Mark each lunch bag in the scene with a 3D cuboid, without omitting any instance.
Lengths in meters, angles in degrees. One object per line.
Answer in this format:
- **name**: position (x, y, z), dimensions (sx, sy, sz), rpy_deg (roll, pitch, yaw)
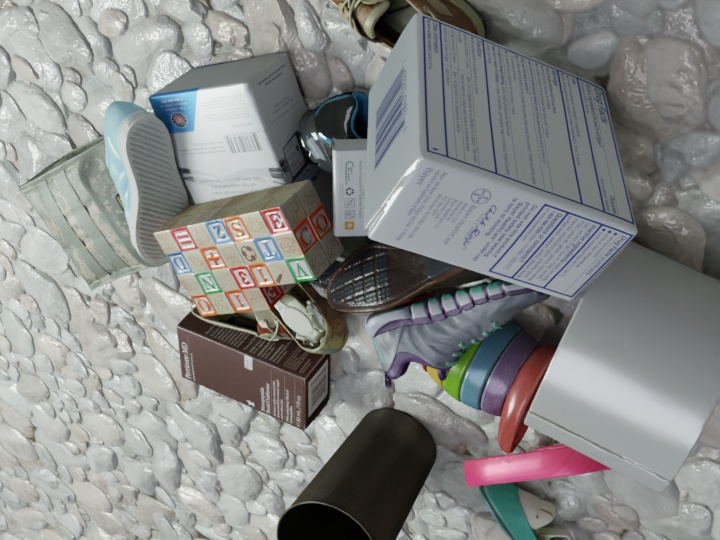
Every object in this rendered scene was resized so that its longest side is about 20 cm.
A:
- **lunch bag**: position (-0.291, -0.085, 1.189), dimensions (0.199, 0.118, 0.164), rpy_deg (-18, 112, 34)

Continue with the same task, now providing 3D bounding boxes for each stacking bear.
- **stacking bear**: position (0.113, 0.089, 1.068), dimensions (0.199, 0.121, 0.114), rpy_deg (28, 136, 23)

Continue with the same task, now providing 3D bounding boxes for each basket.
- **basket**: position (0.005, 0.281, 1.213), dimensions (0.136, 0.200, 0.181), rpy_deg (33, 134, 8)

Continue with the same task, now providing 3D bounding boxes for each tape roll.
- **tape roll**: position (0.258, 0.085, 0.899), dimensions (0.139, 0.203, 0.203), rpy_deg (25, 133, 13)

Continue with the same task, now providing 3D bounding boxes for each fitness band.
- **fitness band**: position (0.210, 0.216, 1.075), dimensions (0.199, 0.143, 0.038), rpy_deg (-19, 75, 40)

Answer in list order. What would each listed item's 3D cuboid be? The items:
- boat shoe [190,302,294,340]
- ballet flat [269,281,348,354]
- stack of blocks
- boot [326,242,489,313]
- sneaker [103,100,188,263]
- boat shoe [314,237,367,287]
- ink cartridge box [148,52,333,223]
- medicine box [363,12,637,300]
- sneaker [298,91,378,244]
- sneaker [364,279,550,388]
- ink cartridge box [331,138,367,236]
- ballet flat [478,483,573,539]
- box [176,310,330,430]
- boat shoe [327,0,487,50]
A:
- **boat shoe**: position (-0.120, 0.058, 1.222), dimensions (0.199, 0.063, 0.071), rpy_deg (17, 129, 20)
- **ballet flat**: position (-0.096, 0.025, 1.155), dimensions (0.200, 0.071, 0.071), rpy_deg (45, 136, 11)
- **stack of blocks**: position (-0.117, -0.020, 1.040), dimensions (0.199, 0.059, 0.115), rpy_deg (-8, 118, 40)
- **boot**: position (0.061, 0.006, 0.986), dimensions (0.200, 0.097, 0.075), rpy_deg (-21, 67, 40)
- **sneaker**: position (-0.247, -0.104, 1.094), dimensions (0.082, 0.074, 0.201), rpy_deg (40, 140, 37)
- **boat shoe**: position (-0.002, 0.001, 1.094), dimensions (0.199, 0.075, 0.066), rpy_deg (12, 131, 26)
- **ink cartridge box**: position (-0.124, -0.125, 1.068), dimensions (0.146, 0.086, 0.201), rpy_deg (0, 124, 35)
- **medicine box**: position (0.114, -0.095, 0.819), dimensions (0.199, 0.183, 0.103), rpy_deg (17, 137, -18)
- **sneaker**: position (0.018, -0.094, 1.009), dimensions (0.082, 0.073, 0.200), rpy_deg (-27, 108, 38)
- **sneaker**: position (0.107, 0.063, 0.993), dimensions (0.199, 0.074, 0.088), rpy_deg (-15, 89, 21)
- **ink cartridge box**: position (0.070, -0.084, 0.966), dimensions (0.199, 0.037, 0.095), rpy_deg (-1, 119, -1)
- **ballet flat**: position (0.224, 0.327, 1.213), dimensions (0.070, 0.067, 0.200), rpy_deg (-27, 107, 18)
- **box**: position (-0.142, 0.122, 1.279), dimensions (0.199, 0.075, 0.100), rpy_deg (20, 132, 21)
- **boat shoe**: position (0.021, -0.249, 0.887), dimensions (0.199, 0.074, 0.076), rpy_deg (31, 134, 9)
